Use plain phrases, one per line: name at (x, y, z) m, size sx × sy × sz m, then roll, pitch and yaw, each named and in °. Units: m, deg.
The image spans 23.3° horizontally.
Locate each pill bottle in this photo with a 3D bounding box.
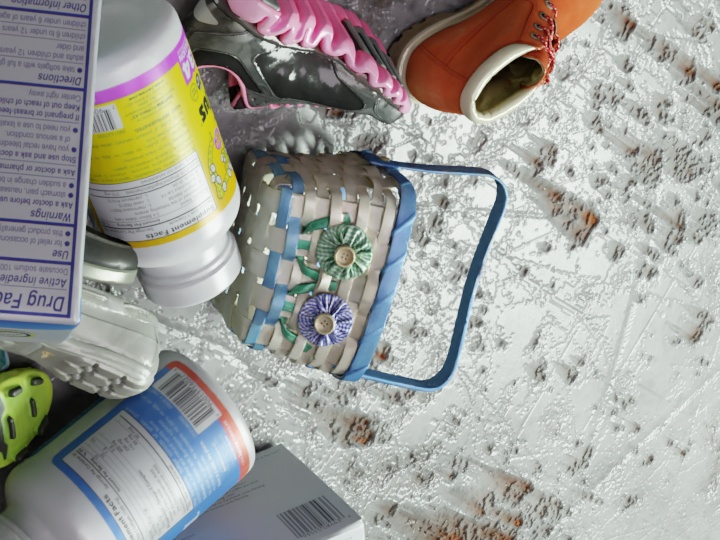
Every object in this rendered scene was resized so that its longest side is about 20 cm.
pill bottle at (-0.179, 0.157, 1.231) m, size 0.200 × 0.112 × 0.113 m, roll -39°, pitch 130°, yaw -26°
pill bottle at (-0.142, -0.075, 1.168) m, size 0.104 × 0.104 × 0.201 m, roll -32°, pitch 127°, yaw -19°

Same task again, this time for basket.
basket at (0.000, 0.000, 1.283) m, size 0.198 × 0.139 × 0.178 m, roll 5°, pitch 109°, yaw -27°

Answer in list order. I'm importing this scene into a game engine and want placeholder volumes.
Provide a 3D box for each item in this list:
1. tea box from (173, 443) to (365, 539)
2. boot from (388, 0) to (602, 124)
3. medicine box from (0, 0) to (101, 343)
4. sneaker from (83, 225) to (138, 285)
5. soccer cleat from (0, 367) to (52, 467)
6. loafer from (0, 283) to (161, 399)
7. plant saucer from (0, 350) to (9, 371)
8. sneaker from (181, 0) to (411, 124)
tea box at (-0.107, 0.274, 1.345) m, size 0.199 × 0.133 × 0.199 m, roll -19°, pitch 123°, yaw -27°
boot at (0.127, -0.174, 1.314) m, size 0.199 × 0.107 × 0.075 m, roll -35°, pitch 126°, yaw -19°
medicine box at (-0.247, -0.067, 0.997) m, size 0.180 × 0.103 × 0.202 m, roll 5°, pitch 82°, yaw -13°
sneaker at (-0.214, -0.068, 1.098) m, size 0.199 × 0.075 × 0.107 m, roll 26°, pitch 85°, yaw -25°
soccer cleat at (-0.292, 0.122, 1.184) m, size 0.200 × 0.083 × 0.065 m, roll -42°, pitch 135°, yaw -39°
loafer at (-0.219, 0.021, 1.171) m, size 0.199 × 0.070 × 0.070 m, roll 32°, pitch 52°, yaw -35°
plant saucer at (-0.282, -0.013, 1.155) m, size 0.069 × 0.019 × 0.202 m, roll -21°, pitch 123°, yaw -27°
sneaker at (-0.049, -0.145, 1.235) m, size 0.199 × 0.079 × 0.095 m, roll 27°, pitch 117°, yaw -40°
